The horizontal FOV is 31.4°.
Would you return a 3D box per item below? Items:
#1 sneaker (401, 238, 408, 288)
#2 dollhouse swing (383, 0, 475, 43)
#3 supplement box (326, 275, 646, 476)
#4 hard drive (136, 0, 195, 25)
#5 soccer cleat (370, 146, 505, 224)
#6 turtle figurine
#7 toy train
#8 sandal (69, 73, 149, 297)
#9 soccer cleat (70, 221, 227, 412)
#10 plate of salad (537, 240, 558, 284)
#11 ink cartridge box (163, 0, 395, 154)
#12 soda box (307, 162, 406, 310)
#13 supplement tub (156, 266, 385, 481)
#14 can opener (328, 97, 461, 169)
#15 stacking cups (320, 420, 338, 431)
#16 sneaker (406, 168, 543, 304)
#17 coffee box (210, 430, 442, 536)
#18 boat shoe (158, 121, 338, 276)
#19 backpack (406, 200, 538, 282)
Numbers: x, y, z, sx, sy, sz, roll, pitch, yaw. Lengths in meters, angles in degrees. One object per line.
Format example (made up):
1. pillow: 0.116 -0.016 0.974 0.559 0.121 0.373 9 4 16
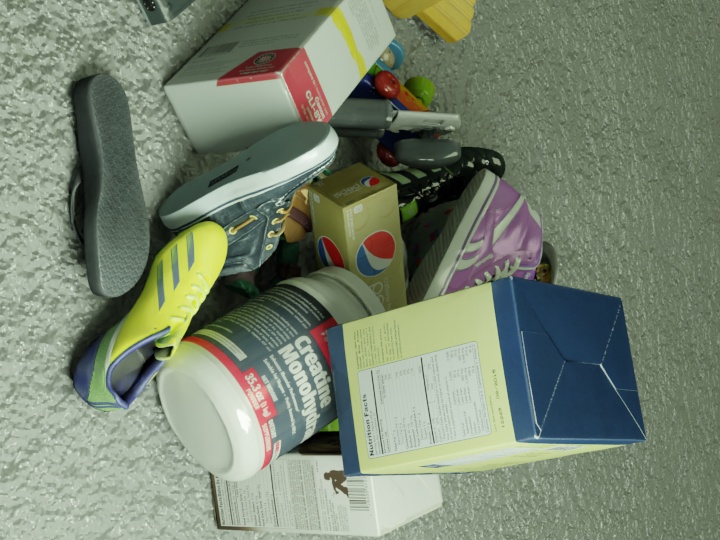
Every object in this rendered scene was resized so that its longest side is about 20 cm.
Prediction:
1. sneaker: 0.018 -0.003 1.432 0.200 0.078 0.100 89 7 -51
2. dollhouse swing: 0.126 -0.401 1.556 0.175 0.181 0.201 24 67 -30
3. supplement box: 0.111 0.102 1.138 0.200 0.199 0.135 11 68 -51
4. hard drive: -0.194 -0.352 1.198 0.140 0.033 0.201 -53 129 -42
5. soccer cleat: 0.066 -0.087 1.423 0.081 0.199 0.068 -99 177 -52
6. turtle figurine: -0.062 -0.055 1.315 0.149 0.101 0.201 30 80 -31
7. toy train: 0.065 -0.177 1.488 0.200 0.085 0.116 39 41 -24
8. sandal: -0.228 -0.072 1.136 0.076 0.043 0.201 18 64 -61
9. soccer cleat: -0.171 0.043 1.130 0.200 0.084 0.065 -53 131 -21
10. plate of salad: 0.172 0.046 1.584 0.048 0.200 0.201 29 60 -18
11. ink cartridge box: -0.074 -0.207 1.263 0.200 0.145 0.084 -56 132 -40
12. soda box: 0.000 0.000 1.284 0.068 0.064 0.201 -26 128 -28
13. supplement tub: -0.078 0.093 1.209 0.200 0.140 0.141 -31 114 -33
14. can opener: 0.014 -0.146 1.371 0.199 0.053 0.067 0 74 -15
15. stacking cups: -0.051 0.118 1.357 0.060 0.060 0.201 -7 92 -55
16. sneaker: 0.129 0.000 1.364 0.114 0.073 0.201 37 72 -13
17. coffee box: -0.036 0.204 1.248 0.113 0.199 0.080 -10 93 -54
18. boat shoe: -0.086 -0.064 1.190 0.091 0.200 0.071 51 33 -27
19. backpack: 0.130 -0.029 1.540 0.127 0.167 0.200 42 46 -25
